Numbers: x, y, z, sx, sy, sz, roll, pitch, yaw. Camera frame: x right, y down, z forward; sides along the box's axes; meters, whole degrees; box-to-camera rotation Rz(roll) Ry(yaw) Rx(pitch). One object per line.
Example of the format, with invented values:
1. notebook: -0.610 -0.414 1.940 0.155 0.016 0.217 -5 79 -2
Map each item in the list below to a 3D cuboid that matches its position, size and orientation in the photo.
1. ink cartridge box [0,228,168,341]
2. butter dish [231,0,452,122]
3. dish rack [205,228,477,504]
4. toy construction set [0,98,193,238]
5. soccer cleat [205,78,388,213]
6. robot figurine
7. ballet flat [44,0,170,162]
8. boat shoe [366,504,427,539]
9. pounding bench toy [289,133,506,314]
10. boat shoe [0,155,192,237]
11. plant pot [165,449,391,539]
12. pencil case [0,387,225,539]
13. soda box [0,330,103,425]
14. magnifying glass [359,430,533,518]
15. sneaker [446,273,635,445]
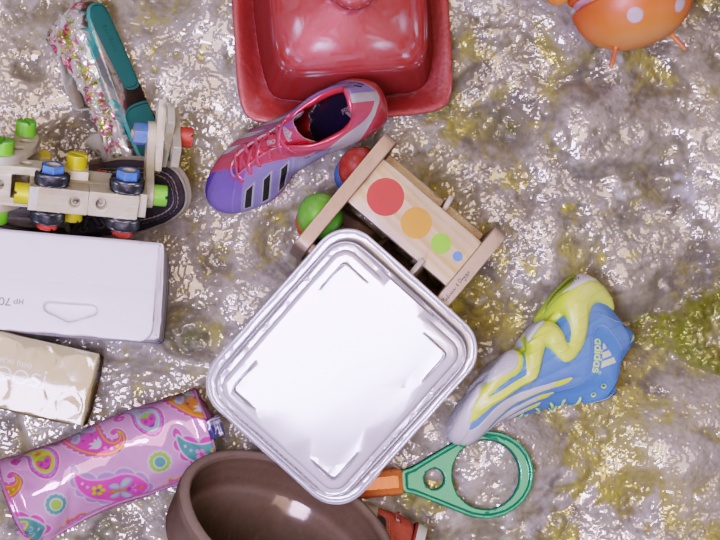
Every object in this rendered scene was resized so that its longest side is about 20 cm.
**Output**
1. ink cartridge box: -0.239 0.017 1.657 0.146 0.200 0.086 5 85 -5
2. butter dish: -0.013 -0.240 1.722 0.199 0.148 0.200 -4 87 -5
3. dish rack: -0.018 0.084 1.639 0.172 0.044 0.200 42 96 1
4. toy construction set: -0.235 -0.083 1.622 0.199 0.131 0.092 -9 112 -6
5. soccer cleat: -0.066 -0.112 1.712 0.200 0.076 0.067 -27 79 24
6. robot figurine: 0.236 -0.288 1.762 0.116 0.144 0.201 -17 86 29
7. ballet flat: -0.225 -0.146 1.744 0.064 0.076 0.201 -22 89 26
8. boat shoe: -0.002 0.308 1.720 0.062 0.071 0.201 21 81 -5
9. pounding bench toy: 0.000 0.000 1.717 0.156 0.124 0.200 40 84 -1
10. boat shoe: -0.246 -0.057 1.697 0.199 0.065 0.072 -1 107 19
11. plant pot: -0.090 0.282 1.660 0.200 0.200 0.175 22 114 -3
12. pencil case: -0.216 0.172 1.706 0.199 0.087 0.088 -20 88 -8
13. soda box: -0.332 0.084 1.713 0.199 0.064 0.068 13 85 -3
14. magnifying glass: 0.058 0.190 1.762 0.199 0.022 0.080 -4 86 -7
15. sneaker: 0.172 0.102 1.749 0.105 0.076 0.200 43 83 -1
